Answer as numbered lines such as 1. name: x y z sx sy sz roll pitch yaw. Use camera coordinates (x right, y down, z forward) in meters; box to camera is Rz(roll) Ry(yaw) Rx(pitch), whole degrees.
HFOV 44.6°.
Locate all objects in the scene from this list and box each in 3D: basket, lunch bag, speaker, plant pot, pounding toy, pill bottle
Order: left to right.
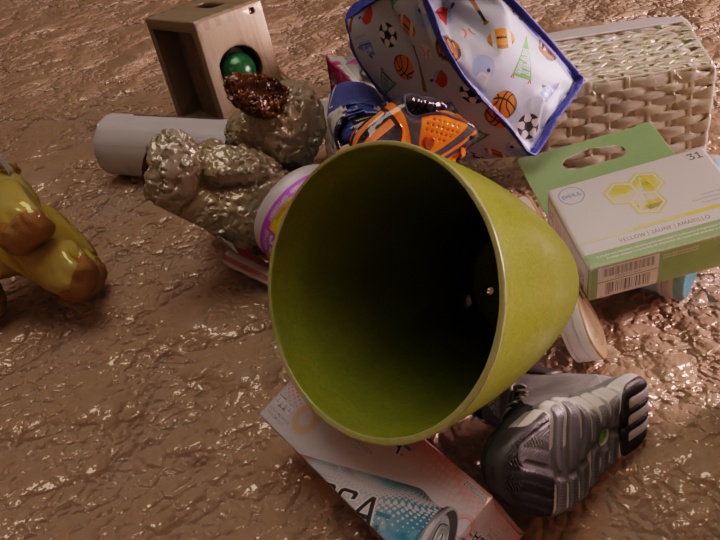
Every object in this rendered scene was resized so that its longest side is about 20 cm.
1. speaker: -0.235 -0.154 1.106 0.199 0.082 0.081 7 37 23
2. pounding toy: -0.162 -0.269 1.187 0.142 0.185 0.200 -30 30 -26
3. pill bottle: 0.000 0.000 0.777 0.104 0.105 0.200 -29 56 -27
4. lunch bag: 0.093 -0.214 0.879 0.124 0.200 0.170 -57 22 -14
5. plant pot: 0.070 0.013 0.620 0.186 0.188 0.199 21 13 37
6. basket: 0.282 -0.188 0.985 0.199 0.136 0.124 -7 38 3

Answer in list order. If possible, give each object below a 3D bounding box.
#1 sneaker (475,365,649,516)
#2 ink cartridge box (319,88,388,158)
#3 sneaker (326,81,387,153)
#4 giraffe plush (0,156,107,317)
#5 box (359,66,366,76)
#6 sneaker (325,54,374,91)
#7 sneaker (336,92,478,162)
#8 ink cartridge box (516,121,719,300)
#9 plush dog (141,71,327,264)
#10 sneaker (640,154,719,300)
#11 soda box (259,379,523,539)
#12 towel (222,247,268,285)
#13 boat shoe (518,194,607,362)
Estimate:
1. sneaker: 0.114 0.112 0.622 0.115 0.076 0.199 7 9 40
2. ink cartridge box: 0.015 -0.172 1.040 0.199 0.068 0.116 -11 0 -3
3. sneaker: 0.010 -0.133 0.888 0.080 0.115 0.200 -3 55 -5
4. giraffe plush: -0.378 -0.013 0.881 0.162 0.200 0.173 -42 8 -6
5. box: 0.097 -0.276 1.167 0.199 0.041 0.156 16 33 -10
6. sneaker: 0.010 -0.254 1.186 0.088 0.082 0.200 -12 31 -5
7. sneaker: 0.072 -0.081 0.805 0.112 0.200 0.078 -45 47 0
8. ink cartridge box: 0.234 -0.073 0.779 0.145 0.048 0.201 -15 47 0
9. plush dog: -0.098 -0.111 0.877 0.160 0.172 0.200 31 5 13
10. sneaker: 0.270 -0.058 0.844 0.130 0.080 0.200 12 39 26
11. soda box: 0.015 0.139 0.614 0.068 0.064 0.200 -47 43 -9
12. towel: -0.028 -0.035 0.932 0.146 0.030 0.200 23 48 39
13. boat shoe: 0.158 0.015 0.783 0.069 0.071 0.201 -29 37 12
